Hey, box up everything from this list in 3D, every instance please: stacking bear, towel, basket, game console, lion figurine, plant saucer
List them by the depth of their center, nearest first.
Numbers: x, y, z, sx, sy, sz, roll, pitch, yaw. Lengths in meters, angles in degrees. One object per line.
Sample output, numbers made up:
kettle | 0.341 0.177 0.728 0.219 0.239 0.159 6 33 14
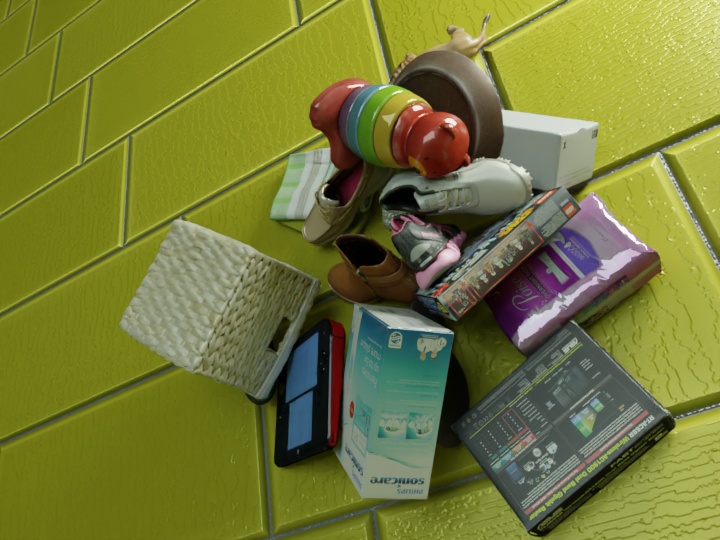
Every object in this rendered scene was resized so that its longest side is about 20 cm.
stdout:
stacking bear | 0.050 -0.177 0.854 0.200 0.121 0.114 28 68 39
plant saucer | 0.101 -0.196 0.908 0.200 0.034 0.200 21 121 40
game console | -0.077 0.172 0.925 0.200 0.031 0.177 -41 39 55
basket | -0.205 0.050 0.967 0.200 0.161 0.198 21 82 38
lion figurine | 0.128 -0.342 1.071 0.200 0.072 0.123 -35 19 22
towel | -0.068 -0.095 1.134 0.200 0.018 0.086 24 75 40
towel | -0.060 -0.156 1.137 0.200 0.031 0.149 -2 58 31

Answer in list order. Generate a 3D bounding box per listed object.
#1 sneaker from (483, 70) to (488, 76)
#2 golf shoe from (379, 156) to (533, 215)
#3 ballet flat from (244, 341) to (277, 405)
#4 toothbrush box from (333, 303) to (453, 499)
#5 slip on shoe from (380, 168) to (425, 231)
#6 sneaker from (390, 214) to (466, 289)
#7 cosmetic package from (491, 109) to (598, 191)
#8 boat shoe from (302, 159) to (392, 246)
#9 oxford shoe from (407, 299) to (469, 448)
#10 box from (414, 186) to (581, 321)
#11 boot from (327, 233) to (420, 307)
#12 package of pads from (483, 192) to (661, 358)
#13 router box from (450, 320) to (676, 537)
sneaker | 0.120 -0.246 1.030 0.200 0.140 0.078 -29 75 55
golf shoe | 0.117 -0.093 0.848 0.200 0.078 0.097 3 31 36
ballet flat | -0.174 0.124 1.062 0.073 0.073 0.200 -21 62 23
toothbrush box | 0.034 0.153 0.804 0.146 0.085 0.200 -151 68 -73
slip on shoe | 0.072 -0.126 1.030 0.074 0.061 0.200 -26 41 29
sneaker | 0.083 -0.044 0.878 0.095 0.200 0.079 43 103 -1
cosmetic package | 0.209 -0.172 0.913 0.200 0.113 0.081 23 122 40
boat shoe | -0.038 -0.115 1.031 0.200 0.069 0.074 -47 63 29
oxford shoe | 0.091 0.142 0.882 0.071 0.071 0.200 -46 44 45
box | 0.164 -0.020 0.825 0.200 0.040 0.137 -41 5 -6
boot | 0.000 0.000 0.944 0.200 0.155 0.077 19 78 39
package of pads | 0.252 0.010 0.824 0.200 0.076 0.121 -39 48 10
router box | 0.227 0.179 0.759 0.200 0.062 0.150 -43 50 7
